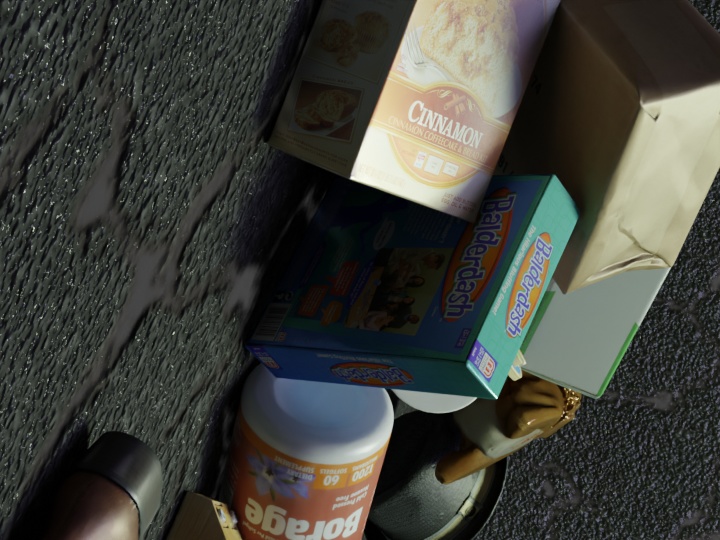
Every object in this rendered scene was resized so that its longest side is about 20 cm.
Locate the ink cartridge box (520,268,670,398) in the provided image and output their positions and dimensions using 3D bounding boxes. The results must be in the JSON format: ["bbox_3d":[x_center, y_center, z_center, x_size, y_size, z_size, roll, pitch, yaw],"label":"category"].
[{"bbox_3d":[0.186,-0.015,1.530,0.200,0.084,0.147,-83,-165,-62],"label":"ink cartridge box"}]

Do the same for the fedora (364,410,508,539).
[{"bbox_3d":[0.059,0.216,1.982,0.091,0.200,0.201,35,74,-42],"label":"fedora"}]

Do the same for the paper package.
[{"bbox_3d":[0.155,-0.120,1.290,0.103,0.200,0.191,-14,141,-28],"label":"paper package"}]

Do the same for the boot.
[{"bbox_3d":[-0.167,0.215,0.994,0.200,0.068,0.189,-56,164,-44],"label":"boot"}]

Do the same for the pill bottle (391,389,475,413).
[{"bbox_3d":[0.071,0.038,1.582,0.200,0.119,0.120,-72,180,-67],"label":"pill bottle"}]

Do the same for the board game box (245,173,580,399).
[{"bbox_3d":[0.034,0.006,1.254,0.045,0.199,0.153,48,59,-37],"label":"board game box"}]

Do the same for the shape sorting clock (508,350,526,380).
[{"bbox_3d":[0.079,-0.009,1.413,0.039,0.201,0.200,-23,169,4],"label":"shape sorting clock"}]

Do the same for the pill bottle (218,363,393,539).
[{"bbox_3d":[-0.048,0.168,1.364,0.112,0.112,0.201,-54,162,-52],"label":"pill bottle"}]

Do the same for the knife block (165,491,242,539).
[{"bbox_3d":[-0.144,0.276,1.287,0.064,0.175,0.201,58,10,-78],"label":"knife block"}]

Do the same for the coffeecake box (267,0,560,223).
[{"bbox_3d":[0.045,-0.147,1.169,0.153,0.073,0.201,15,97,-55],"label":"coffeecake box"}]

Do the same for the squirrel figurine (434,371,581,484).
[{"bbox_3d":[0.136,0.092,1.923,0.199,0.187,0.142,-16,161,-42],"label":"squirrel figurine"}]
